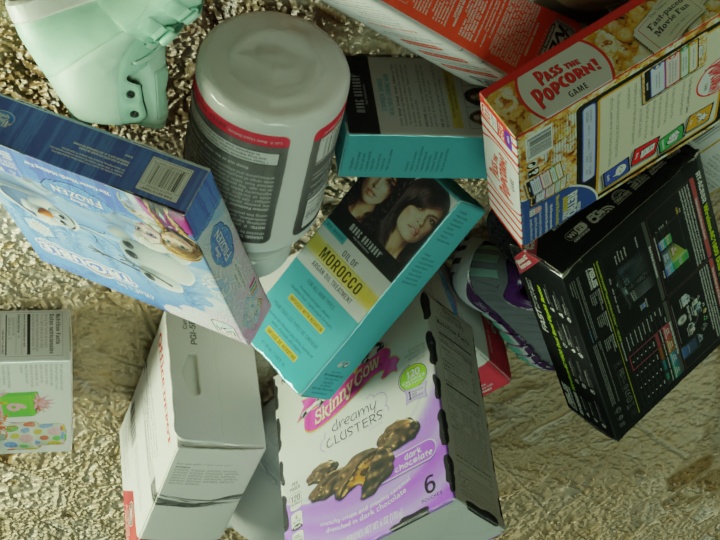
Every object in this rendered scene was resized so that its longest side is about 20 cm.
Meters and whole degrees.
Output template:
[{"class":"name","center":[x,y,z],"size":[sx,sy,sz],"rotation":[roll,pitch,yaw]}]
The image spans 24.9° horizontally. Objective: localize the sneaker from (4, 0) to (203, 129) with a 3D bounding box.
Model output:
[{"class":"sneaker","center":[-0.128,-0.163,1.104],"size":[0.199,0.074,0.119],"rotation":[-12,121,19]}]

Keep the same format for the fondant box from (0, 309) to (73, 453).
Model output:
[{"class":"fondant box","center":[-0.353,0.101,1.431],"size":[0.198,0.059,0.145],"rotation":[0,141,-10]}]

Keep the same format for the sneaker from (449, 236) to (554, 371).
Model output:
[{"class":"sneaker","center":[0.164,0.038,1.417],"size":[0.087,0.075,0.199],"rotation":[5,159,46]}]

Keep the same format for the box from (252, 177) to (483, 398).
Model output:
[{"class":"box","center":[0.000,0.000,1.280],"size":[0.200,0.082,0.049],"rotation":[-51,154,13]}]

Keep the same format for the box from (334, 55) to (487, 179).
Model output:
[{"class":"box","center":[0.078,-0.113,1.224],"size":[0.198,0.083,0.049],"rotation":[1,141,-11]}]

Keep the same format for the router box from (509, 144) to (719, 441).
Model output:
[{"class":"router box","center":[0.209,0.012,1.262],"size":[0.150,0.062,0.201],"rotation":[-39,133,-16]}]

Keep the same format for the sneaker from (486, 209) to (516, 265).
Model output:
[{"class":"sneaker","center":[0.174,-0.018,1.310],"size":[0.083,0.072,0.200],"rotation":[-51,136,-2]}]

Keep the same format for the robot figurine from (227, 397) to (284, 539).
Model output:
[{"class":"robot figurine","center":[-0.066,0.187,1.552],"size":[0.169,0.113,0.200],"rotation":[34,132,-5]}]

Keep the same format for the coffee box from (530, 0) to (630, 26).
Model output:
[{"class":"coffee box","center":[0.124,-0.240,1.049],"size":[0.199,0.080,0.113],"rotation":[14,138,-42]}]

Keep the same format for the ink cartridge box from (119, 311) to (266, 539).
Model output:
[{"class":"ink cartridge box","center":[-0.154,0.151,1.460],"size":[0.082,0.148,0.201],"rotation":[5,141,-19]}]

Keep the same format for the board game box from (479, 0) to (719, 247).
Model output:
[{"class":"board game box","center":[0.179,-0.116,1.125],"size":[0.199,0.046,0.152],"rotation":[-31,153,-9]}]

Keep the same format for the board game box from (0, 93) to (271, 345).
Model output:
[{"class":"board game box","center":[-0.178,-0.037,1.197],"size":[0.199,0.044,0.199],"rotation":[20,158,21]}]

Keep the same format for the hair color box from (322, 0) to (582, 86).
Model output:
[{"class":"hair color box","center":[0.043,-0.186,1.103],"size":[0.199,0.101,0.062],"rotation":[25,89,-35]}]

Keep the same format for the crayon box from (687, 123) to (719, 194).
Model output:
[{"class":"crayon box","center":[0.211,-0.084,1.314],"size":[0.200,0.052,0.125],"rotation":[-36,135,29]}]

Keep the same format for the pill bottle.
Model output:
[{"class":"pill bottle","center":[-0.076,-0.084,1.205],"size":[0.110,0.111,0.201],"rotation":[1,143,-12]}]

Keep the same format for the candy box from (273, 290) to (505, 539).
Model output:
[{"class":"candy box","center":[0.017,0.143,1.303],"size":[0.167,0.201,0.071],"rotation":[-31,135,26]}]

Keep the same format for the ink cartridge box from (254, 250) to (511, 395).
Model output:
[{"class":"ink cartridge box","center":[0.019,0.053,1.421],"size":[0.147,0.086,0.200],"rotation":[-26,137,21]}]
